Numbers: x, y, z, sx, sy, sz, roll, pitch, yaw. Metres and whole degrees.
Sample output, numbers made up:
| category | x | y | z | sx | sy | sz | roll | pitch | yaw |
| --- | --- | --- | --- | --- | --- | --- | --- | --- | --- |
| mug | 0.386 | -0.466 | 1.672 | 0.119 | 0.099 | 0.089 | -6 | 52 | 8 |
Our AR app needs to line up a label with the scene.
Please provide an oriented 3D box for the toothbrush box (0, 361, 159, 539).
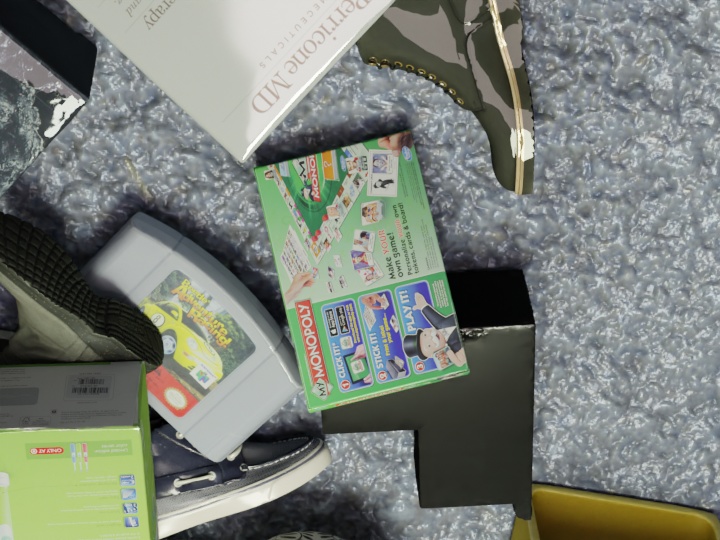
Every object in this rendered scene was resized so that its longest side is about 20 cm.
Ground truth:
| category | x | y | z | sx | sy | sz | roll | pitch | yaw |
| --- | --- | --- | --- | --- | --- | --- | --- | --- | --- |
| toothbrush box | -0.241 | 0.177 | 1.416 | 0.144 | 0.086 | 0.202 | -2 | 125 | -2 |

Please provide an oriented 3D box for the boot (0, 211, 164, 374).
| category | x | y | z | sx | sy | sz | roll | pitch | yaw |
| --- | --- | --- | --- | --- | --- | --- | --- | --- | --- |
| boot | -0.266 | 0.052 | 1.407 | 0.130 | 0.068 | 0.200 | -35 | 120 | 24 |

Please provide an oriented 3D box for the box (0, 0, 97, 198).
| category | x | y | z | sx | sy | sz | roll | pitch | yaw |
| --- | --- | --- | --- | --- | --- | --- | --- | --- | --- |
| box | -0.336 | -0.143 | 1.324 | 0.196 | 0.118 | 0.200 | 39 | 107 | -22 |

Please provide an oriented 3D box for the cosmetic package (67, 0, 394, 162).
| category | x | y | z | sx | sy | sz | roll | pitch | yaw |
| --- | --- | --- | --- | --- | --- | --- | --- | --- | --- |
| cosmetic package | -0.093 | -0.222 | 1.253 | 0.200 | 0.167 | 0.167 | 42 | 107 | -10 |

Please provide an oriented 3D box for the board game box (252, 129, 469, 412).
| category | x | y | z | sx | sy | sz | roll | pitch | yaw |
| --- | --- | --- | --- | --- | --- | --- | --- | --- | --- |
| board game box | 0.000 | 0.000 | 1.406 | 0.133 | 0.029 | 0.202 | -13 | 81 | 0 |

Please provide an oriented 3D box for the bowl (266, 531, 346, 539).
| category | x | y | z | sx | sy | sz | roll | pitch | yaw |
| --- | --- | --- | --- | --- | --- | --- | --- | --- | --- |
| bowl | -0.052 | 0.306 | 1.594 | 0.198 | 0.094 | 0.203 | -2 | 118 | -4 |

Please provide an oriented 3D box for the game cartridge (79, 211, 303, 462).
| category | x | y | z | sx | sy | sz | roll | pitch | yaw |
| --- | --- | --- | --- | --- | --- | --- | --- | --- | --- |
| game cartridge | -0.145 | 0.053 | 1.454 | 0.200 | 0.041 | 0.133 | 44 | 113 | -8 |

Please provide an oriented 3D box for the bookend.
| category | x | y | z | sx | sy | sz | roll | pitch | yaw |
| --- | --- | --- | --- | --- | --- | --- | --- | --- | --- |
| bookend | 0.047 | 0.112 | 1.501 | 0.196 | 0.092 | 0.202 | -3 | 119 | -1 |

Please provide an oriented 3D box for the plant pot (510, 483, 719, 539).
| category | x | y | z | sx | sy | sz | roll | pitch | yaw |
| --- | --- | --- | --- | --- | --- | --- | --- | --- | --- |
| plant pot | 0.222 | 0.343 | 1.588 | 0.193 | 0.195 | 0.202 | 9 | 123 | -9 |

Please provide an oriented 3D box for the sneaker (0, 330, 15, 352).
| category | x | y | z | sx | sy | sz | roll | pitch | yaw |
| --- | --- | --- | --- | --- | --- | --- | --- | --- | --- |
| sneaker | -0.352 | 0.104 | 1.462 | 0.197 | 0.099 | 0.071 | -4 | 117 | -4 |

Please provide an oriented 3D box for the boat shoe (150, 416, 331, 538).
| category | x | y | z | sx | sy | sz | roll | pitch | yaw |
| --- | --- | --- | --- | --- | --- | --- | --- | --- | --- |
| boat shoe | -0.130 | 0.162 | 1.529 | 0.198 | 0.075 | 0.094 | -21 | 101 | -6 |

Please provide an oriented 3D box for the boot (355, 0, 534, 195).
| category | x | y | z | sx | sy | sz | roll | pitch | yaw |
| --- | --- | --- | --- | --- | --- | --- | --- | --- | --- |
| boot | 0.064 | -0.152 | 1.381 | 0.137 | 0.078 | 0.202 | -9 | 105 | 5 |
